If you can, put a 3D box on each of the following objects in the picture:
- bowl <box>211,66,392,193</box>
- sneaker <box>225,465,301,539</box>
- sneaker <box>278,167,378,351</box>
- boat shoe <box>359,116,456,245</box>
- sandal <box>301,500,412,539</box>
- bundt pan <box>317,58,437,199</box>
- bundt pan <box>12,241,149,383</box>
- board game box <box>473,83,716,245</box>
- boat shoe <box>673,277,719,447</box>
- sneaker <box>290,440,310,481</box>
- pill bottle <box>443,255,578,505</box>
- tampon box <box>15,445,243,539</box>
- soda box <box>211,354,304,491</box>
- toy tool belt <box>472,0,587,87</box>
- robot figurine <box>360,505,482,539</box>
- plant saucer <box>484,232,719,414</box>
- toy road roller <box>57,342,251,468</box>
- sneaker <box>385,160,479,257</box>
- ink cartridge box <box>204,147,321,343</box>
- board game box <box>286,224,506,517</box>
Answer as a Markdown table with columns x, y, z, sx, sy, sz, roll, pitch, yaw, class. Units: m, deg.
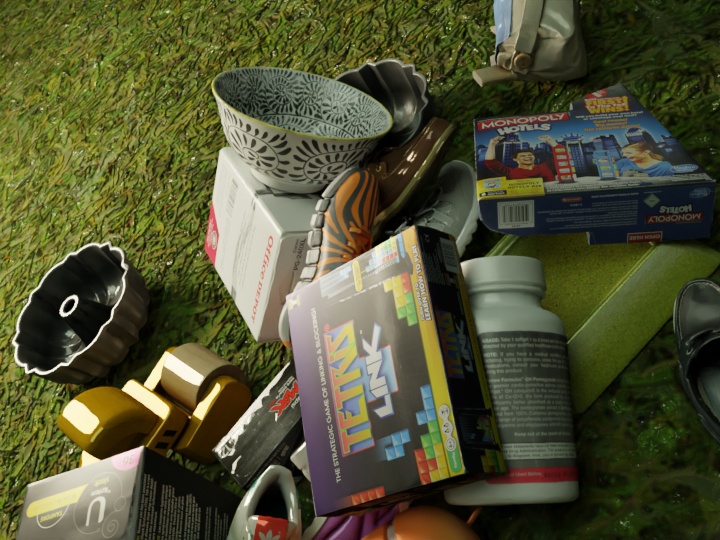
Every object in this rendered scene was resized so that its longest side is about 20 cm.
| x | y | z | sx | sy | sz | roll | pitch | yaw | class |
| --- | --- | --- | --- | --- | --- | --- | --- | --- | --- |
| -0.073 | -0.147 | 0.975 | 0.201 | 0.200 | 0.094 | 51 | 134 | 46 | bowl |
| -0.090 | 0.254 | 0.734 | 0.070 | 0.094 | 0.200 | 14 | 42 | -3 | sneaker |
| 0.000 | 0.000 | 0.862 | 0.112 | 0.078 | 0.200 | 16 | 88 | 44 | sneaker |
| 0.028 | -0.095 | 0.934 | 0.200 | 0.068 | 0.072 | -49 | 0 | 44 | boat shoe |
| 0.011 | 0.213 | 0.790 | 0.203 | 0.082 | 0.050 | -60 | 20 | 3 | sandal |
| 0.011 | -0.159 | 1.072 | 0.202 | 0.076 | 0.202 | -19 | 50 | 25 | bundt pan |
| -0.363 | 0.065 | 1.172 | 0.202 | 0.076 | 0.202 | -20 | 50 | 25 | bundt pan |
| 0.211 | -0.105 | 0.835 | 0.200 | 0.062 | 0.200 | -3 | 36 | 9 | board game box |
| 0.291 | 0.078 | 0.694 | 0.074 | 0.066 | 0.200 | -16 | 51 | 24 | boat shoe |
| 0.031 | 0.143 | 0.856 | 0.200 | 0.073 | 0.085 | -42 | 84 | -13 | sneaker |
| 0.121 | 0.094 | 0.738 | 0.111 | 0.111 | 0.200 | -10 | 74 | 31 | pill bottle |
| -0.197 | 0.272 | 0.817 | 0.150 | 0.200 | 0.126 | -21 | 48 | 22 | tampon box |
| -0.056 | 0.141 | 0.908 | 0.200 | 0.063 | 0.071 | -50 | 44 | -5 | soda box |
| 0.187 | -0.296 | 1.012 | 0.123 | 0.125 | 0.200 | -11 | 52 | 20 | toy tool belt |
| 0.029 | 0.272 | 0.710 | 0.200 | 0.144 | 0.117 | -39 | 62 | 6 | robot figurine |
| 0.197 | 0.003 | 0.835 | 0.200 | 0.048 | 0.200 | -47 | 44 | -2 | plant saucer |
| -0.234 | 0.162 | 0.964 | 0.123 | 0.146 | 0.200 | 21 | 73 | 43 | toy road roller |
| 0.069 | -0.037 | 0.917 | 0.075 | 0.082 | 0.200 | -41 | 27 | 62 | sneaker |
| -0.104 | -0.034 | 1.012 | 0.200 | 0.083 | 0.145 | 52 | 135 | 45 | ink cartridge box |
| 0.021 | 0.087 | 0.722 | 0.165 | 0.057 | 0.200 | -28 | 62 | 37 | board game box |
